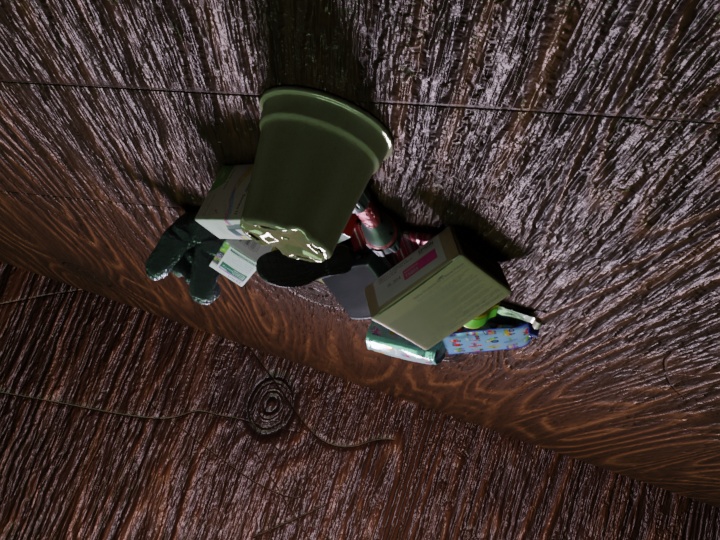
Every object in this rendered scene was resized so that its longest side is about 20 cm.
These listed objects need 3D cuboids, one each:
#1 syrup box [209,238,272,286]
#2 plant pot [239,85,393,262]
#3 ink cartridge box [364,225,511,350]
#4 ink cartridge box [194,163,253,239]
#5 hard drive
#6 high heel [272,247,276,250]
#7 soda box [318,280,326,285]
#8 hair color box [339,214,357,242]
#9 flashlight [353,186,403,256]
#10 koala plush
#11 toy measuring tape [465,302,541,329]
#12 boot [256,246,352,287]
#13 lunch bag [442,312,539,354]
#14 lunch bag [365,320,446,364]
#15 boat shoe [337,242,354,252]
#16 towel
[{"bbox_3d":[-0.218,-0.039,1.650,0.078,0.082,0.200,34,159,-8],"label":"syrup box"},{"bbox_3d":[-0.075,-0.120,1.212,0.198,0.185,0.201,18,166,5],"label":"plant pot"},{"bbox_3d":[0.133,0.035,1.524,0.199,0.076,0.164,-36,135,23],"label":"ink cartridge box"},{"bbox_3d":[-0.178,-0.116,1.483,0.199,0.118,0.067,3,152,45],"label":"ink cartridge box"},{"bbox_3d":[0.007,0.031,1.668,0.135,0.042,0.199,53,150,-11],"label":"hard drive"},{"bbox_3d":[-0.201,-0.081,1.729,0.199,0.072,0.142,34,168,-18],"label":"high heel"},{"bbox_3d":[-0.067,-0.013,1.819,0.064,0.068,0.199,2,158,46],"label":"soda box"},{"bbox_3d":[-0.089,-0.090,1.580,0.110,0.065,0.200,22,164,-17],"label":"hair color box"},{"bbox_3d":[0.013,-0.088,1.446,0.067,0.069,0.200,14,165,23],"label":"flashlight"},{"bbox_3d":[-0.348,-0.045,1.955,0.176,0.185,0.200,27,-173,4],"label":"koala plush"},{"bbox_3d":[0.260,0.094,1.770,0.198,0.074,0.074,20,166,11],"label":"toy measuring tape"},{"bbox_3d":[-0.123,0.000,1.596,0.198,0.071,0.131,-2,175,-37],"label":"boot"},{"bbox_3d":[0.279,0.126,1.875,0.198,0.095,0.151,5,160,15],"label":"lunch bag"},{"bbox_3d":[0.111,0.143,1.972,0.169,0.123,0.200,16,-170,13],"label":"lunch bag"},{"bbox_3d":[0.000,0.000,1.784,0.199,0.073,0.065,35,159,-34],"label":"boat shoe"},{"bbox_3d":[0.069,-0.034,1.600,0.198,0.023,0.145,12,148,29],"label":"towel"}]
